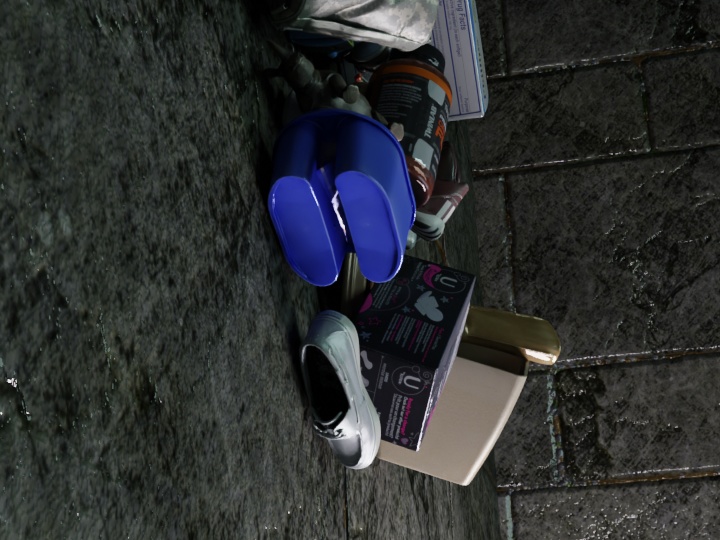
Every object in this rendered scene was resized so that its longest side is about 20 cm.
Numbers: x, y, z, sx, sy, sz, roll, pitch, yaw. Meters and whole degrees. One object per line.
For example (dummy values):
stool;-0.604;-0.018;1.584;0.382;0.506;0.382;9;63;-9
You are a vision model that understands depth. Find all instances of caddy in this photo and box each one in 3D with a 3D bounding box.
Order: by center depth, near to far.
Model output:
caddy;-0.018;-0.077;1.238;0.201;0.140;0.105;74;17;-44

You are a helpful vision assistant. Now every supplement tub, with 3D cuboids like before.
supplement tub;0.051;-0.178;1.414;0.107;0.106;0.201;67;32;-56

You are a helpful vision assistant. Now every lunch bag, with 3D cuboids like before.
lunch bag;-0.012;-0.330;1.277;0.199;0.139;0.169;4;74;-34

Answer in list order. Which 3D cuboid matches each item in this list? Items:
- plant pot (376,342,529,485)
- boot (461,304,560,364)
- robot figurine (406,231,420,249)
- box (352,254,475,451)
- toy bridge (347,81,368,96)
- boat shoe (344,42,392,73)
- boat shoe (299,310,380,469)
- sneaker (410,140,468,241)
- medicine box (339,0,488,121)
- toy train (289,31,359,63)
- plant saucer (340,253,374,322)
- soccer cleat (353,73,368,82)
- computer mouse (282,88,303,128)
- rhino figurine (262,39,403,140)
plant pot;0.116;0.182;1.646;0.200;0.199;0.178;-35;140;-78
boot;0.160;0.064;1.654;0.175;0.199;0.066;-110;-144;-55
robot figurine;0.047;-0.115;1.641;0.113;0.169;0.201;25;55;-25
box;0.054;0.093;1.405;0.200;0.114;0.133;-59;163;-53
toy bridge;0.001;-0.201;1.472;0.200;0.027;0.068;-30;117;-47
boat shoe;0.017;-0.292;1.556;0.057;0.067;0.200;34;2;-22
boat shoe;-0.030;0.143;1.275;0.072;0.070;0.202;-49;137;-49
sneaker;0.056;-0.131;1.489;0.200;0.116;0.076;39;-6;25
medicine box;0.073;-0.308;1.695;0.103;0.199;0.183;-71;153;-66
toy train;-0.038;-0.320;1.449;0.200;0.086;0.115;-14;106;-82
plant saucer;0.000;0.000;1.470;0.200;0.029;0.201;6;90;-86
soccer cleat;-0.002;-0.206;1.583;0.078;0.069;0.200;62;14;-18
computer mouse;-0.040;-0.131;1.367;0.200;0.044;0.110;66;38;-52
rhino figurine;-0.034;-0.182;1.263;0.200;0.060;0.087;38;-1;-36
